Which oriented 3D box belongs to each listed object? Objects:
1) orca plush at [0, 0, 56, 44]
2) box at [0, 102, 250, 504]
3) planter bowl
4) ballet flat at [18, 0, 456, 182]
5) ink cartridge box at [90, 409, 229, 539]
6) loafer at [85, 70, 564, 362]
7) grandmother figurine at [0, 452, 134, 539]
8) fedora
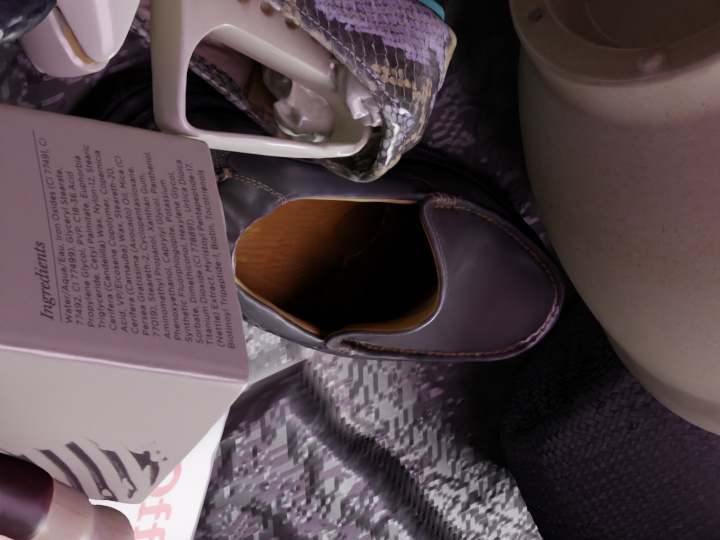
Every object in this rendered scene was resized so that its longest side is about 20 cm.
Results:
[{"bbox_3d":[-0.123,-0.035,0.653,0.200,0.105,0.071,-66,161,-52],"label":"orca plush"},{"bbox_3d":[-0.132,0.001,0.726,0.200,0.082,0.068,10,142,-29],"label":"box"},{"bbox_3d":[0.126,-0.066,0.866,0.200,0.200,0.135,-48,130,-2],"label":"planter bowl"},{"bbox_3d":[-0.053,-0.074,0.771,0.200,0.072,0.072,27,100,-38],"label":"ballet flat"},{"bbox_3d":[-0.152,0.086,0.811,0.200,0.086,0.146,-5,121,-37],"label":"ink cartridge box"},{"bbox_3d":[0.000,0.000,0.888,0.200,0.072,0.073,14,108,-45],"label":"loafer"},{"bbox_3d":[-0.117,0.061,0.697,0.121,0.061,0.200,-19,149,13],"label":"grandmother figurine"},{"bbox_3d":[0.119,0.044,0.984,0.201,0.201,0.092,-40,106,-11],"label":"fedora"}]
